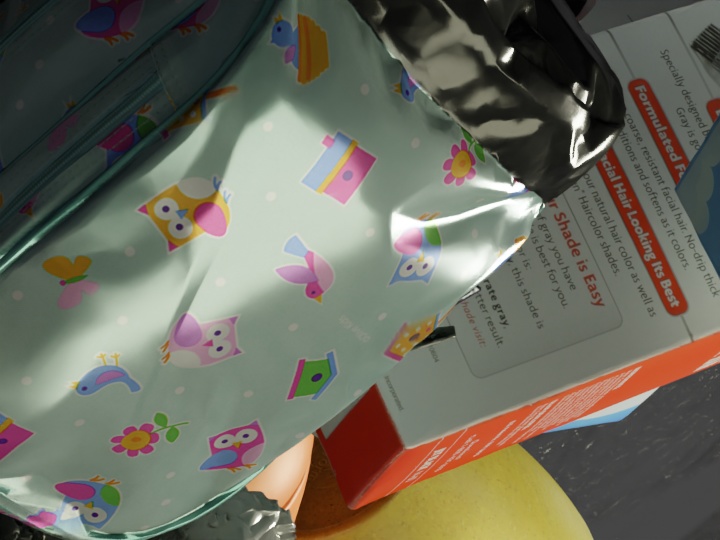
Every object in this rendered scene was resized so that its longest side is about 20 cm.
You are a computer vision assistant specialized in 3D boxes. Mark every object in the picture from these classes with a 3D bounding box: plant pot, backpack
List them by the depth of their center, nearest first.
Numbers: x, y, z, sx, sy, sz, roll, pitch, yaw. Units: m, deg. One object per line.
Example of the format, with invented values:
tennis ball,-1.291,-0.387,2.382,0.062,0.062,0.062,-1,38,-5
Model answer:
backpack,-0.044,-0.028,0.646,0.200,0.127,0.167,-38,126,11
plant pot,0.004,0.131,1.203,0.199,0.200,0.142,-30,134,-2

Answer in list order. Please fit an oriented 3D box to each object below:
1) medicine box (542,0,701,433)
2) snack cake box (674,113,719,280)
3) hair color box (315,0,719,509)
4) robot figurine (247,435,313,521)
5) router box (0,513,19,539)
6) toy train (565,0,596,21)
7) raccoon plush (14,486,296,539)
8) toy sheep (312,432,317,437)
medicine box,0.098,-0.021,1.075,0.181,0.103,0.200,-5,146,-47
snack cake box,0.184,-0.065,0.708,0.114,0.068,0.200,-10,149,-24
hair color box,0.066,-0.011,0.809,0.199,0.112,0.064,-18,165,-25
robot figurine,-0.080,0.082,1.054,0.143,0.117,0.200,-20,157,-18
router box,-0.203,0.145,0.733,0.150,0.062,0.200,-33,163,-50
toy train,0.001,-0.089,0.804,0.114,0.087,0.199,-27,164,37
raccoon plush,-0.115,0.049,0.795,0.199,0.135,0.097,-22,-171,31
toy sheep,0.000,0.000,0.924,0.138,0.199,0.139,12,90,-71
